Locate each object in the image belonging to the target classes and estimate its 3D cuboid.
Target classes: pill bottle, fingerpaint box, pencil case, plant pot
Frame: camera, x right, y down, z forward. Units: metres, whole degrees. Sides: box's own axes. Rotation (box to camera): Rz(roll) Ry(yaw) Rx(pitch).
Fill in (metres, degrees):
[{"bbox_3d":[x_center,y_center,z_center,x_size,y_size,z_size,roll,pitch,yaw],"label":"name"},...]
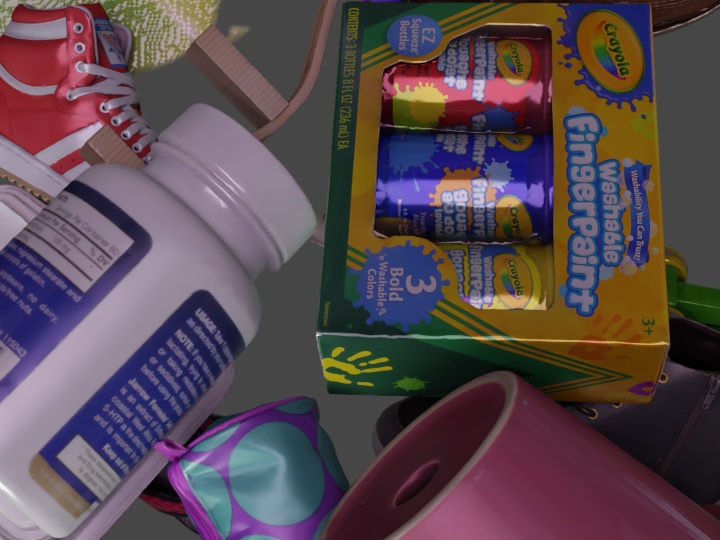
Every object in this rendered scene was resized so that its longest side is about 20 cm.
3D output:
[{"bbox_3d":[-0.119,0.019,0.676,0.120,0.120,0.200,42,76,5],"label":"pill bottle"},{"bbox_3d":[0.068,-0.040,0.706,0.166,0.073,0.201,2,62,5],"label":"fingerpaint box"},{"bbox_3d":[-0.034,0.169,0.698,0.092,0.085,0.201,-15,83,-29],"label":"pencil case"},{"bbox_3d":[0.084,0.153,0.637,0.200,0.200,0.179,-42,98,3],"label":"plant pot"}]

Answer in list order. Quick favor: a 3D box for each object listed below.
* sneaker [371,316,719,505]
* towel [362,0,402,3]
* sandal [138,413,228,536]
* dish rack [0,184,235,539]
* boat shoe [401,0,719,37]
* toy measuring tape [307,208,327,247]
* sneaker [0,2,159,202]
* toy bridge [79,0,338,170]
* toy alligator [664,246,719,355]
[{"bbox_3d":[0.110,0.069,0.736,0.199,0.075,0.107,5,125,-7],"label":"sneaker"},{"bbox_3d":[0.071,-0.159,0.796,0.143,0.023,0.201,-9,88,6],"label":"towel"},{"bbox_3d":[-0.110,0.106,0.795,0.199,0.045,0.075,26,91,5],"label":"sandal"},{"bbox_3d":[-0.189,0.048,0.762,0.200,0.044,0.172,36,71,19],"label":"dish rack"},{"bbox_3d":[0.114,-0.165,0.747,0.199,0.068,0.072,-3,86,4],"label":"boat shoe"},{"bbox_3d":[0.000,0.000,0.773,0.199,0.074,0.074,18,90,3],"label":"toy measuring tape"},{"bbox_3d":[-0.134,-0.081,0.789,0.199,0.071,0.113,28,95,7],"label":"sneaker"},{"bbox_3d":[-0.068,-0.105,0.768,0.067,0.027,0.200,45,68,-9],"label":"toy bridge"},{"bbox_3d":[0.171,0.027,0.772,0.199,0.060,0.054,16,135,-1],"label":"toy alligator"}]
